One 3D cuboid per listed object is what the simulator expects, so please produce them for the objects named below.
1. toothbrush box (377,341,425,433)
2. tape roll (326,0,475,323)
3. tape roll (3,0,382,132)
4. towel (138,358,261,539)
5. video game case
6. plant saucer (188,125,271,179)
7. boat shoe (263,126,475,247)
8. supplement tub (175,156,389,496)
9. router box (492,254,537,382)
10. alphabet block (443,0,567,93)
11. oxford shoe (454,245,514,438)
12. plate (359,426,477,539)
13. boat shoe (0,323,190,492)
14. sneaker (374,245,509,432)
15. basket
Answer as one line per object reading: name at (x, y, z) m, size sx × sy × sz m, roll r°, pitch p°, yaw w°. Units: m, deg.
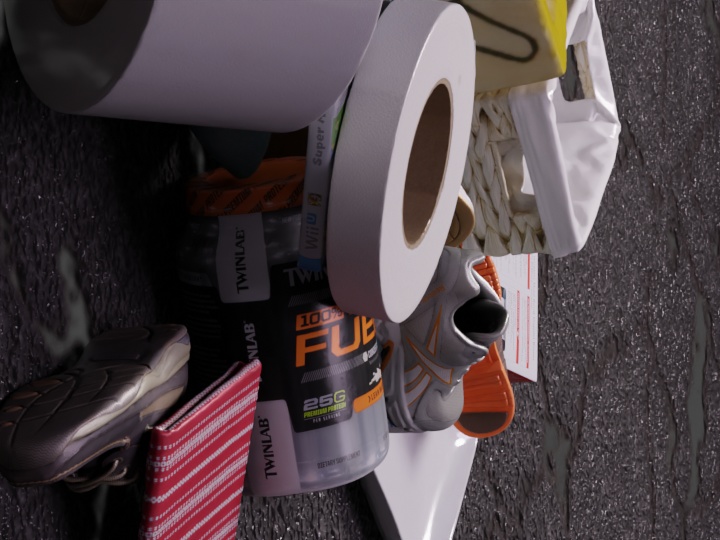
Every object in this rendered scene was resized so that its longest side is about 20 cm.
toothbrush box at (0.000, 0.000, 1.767) m, size 0.147 × 0.085 × 0.201 m, roll -70°, pitch 151°, yaw -45°
tape roll at (0.027, -0.069, 1.500) m, size 0.203 × 0.037 × 0.204 m, roll 11°, pitch 90°, yaw -76°
tape roll at (-0.092, -0.180, 1.329) m, size 0.138 × 0.202 × 0.204 m, roll 3°, pitch 83°, yaw -34°
towel at (-0.108, 0.163, 1.464) m, size 0.145 × 0.022 × 0.201 m, roll -39°, pitch 142°, yaw -64°
video game case at (-0.006, -0.120, 1.457) m, size 0.143 × 0.018 × 0.201 m, roll -66°, pitch 165°, yaw -55°
plant saucer at (-0.093, -0.157, 1.510) m, size 0.201 × 0.038 × 0.203 m, roll 178°, pitch -90°, yaw -72°
boat shoe at (-0.009, -0.083, 1.640) m, size 0.071 × 0.199 × 0.069 m, roll -55°, pitch -168°, yaw 34°
supplement tub at (-0.052, 0.034, 1.572) m, size 0.123 × 0.122 × 0.201 m, roll -39°, pitch 123°, yaw -65°
router box at (0.104, -0.012, 2.092) m, size 0.179 × 0.049 × 0.201 m, roll 28°, pitch 61°, yaw -66°
alphabet block at (0.026, -0.241, 1.674) m, size 0.196 × 0.199 × 0.197 m, roll 66°, pitch 20°, yaw -44°
oxford shoe at (0.077, 0.033, 1.927) m, size 0.073 × 0.071 × 0.201 m, roll -94°, pitch 175°, yaw -60°
plate at (0.038, 0.131, 1.921) m, size 0.201 × 0.032 × 0.200 m, roll -71°, pitch 149°, yaw -45°
boat shoe at (-0.143, 0.090, 1.392) m, size 0.200 × 0.074 × 0.074 m, roll -39°, pitch 123°, yaw -64°
sneaker at (0.060, 0.051, 1.665) m, size 0.200 × 0.091 × 0.076 m, roll 71°, pitch 28°, yaw -54°
basket at (0.108, -0.108, 1.785) m, size 0.200 × 0.123 × 0.136 m, roll -65°, pitch 145°, yaw -58°
